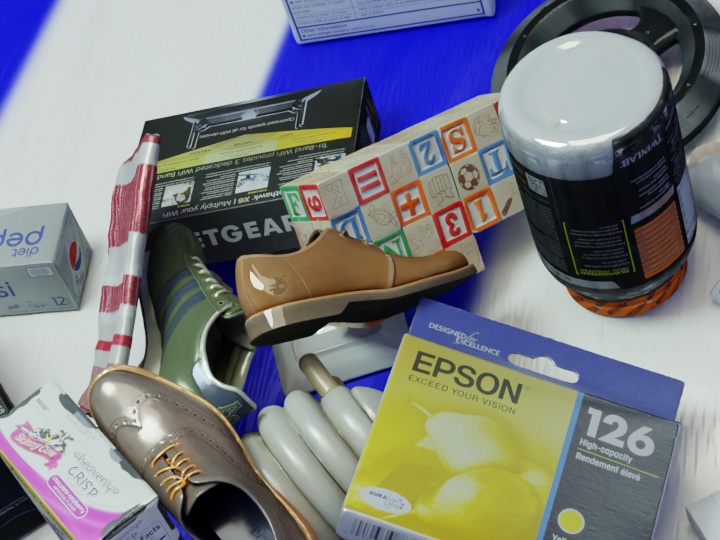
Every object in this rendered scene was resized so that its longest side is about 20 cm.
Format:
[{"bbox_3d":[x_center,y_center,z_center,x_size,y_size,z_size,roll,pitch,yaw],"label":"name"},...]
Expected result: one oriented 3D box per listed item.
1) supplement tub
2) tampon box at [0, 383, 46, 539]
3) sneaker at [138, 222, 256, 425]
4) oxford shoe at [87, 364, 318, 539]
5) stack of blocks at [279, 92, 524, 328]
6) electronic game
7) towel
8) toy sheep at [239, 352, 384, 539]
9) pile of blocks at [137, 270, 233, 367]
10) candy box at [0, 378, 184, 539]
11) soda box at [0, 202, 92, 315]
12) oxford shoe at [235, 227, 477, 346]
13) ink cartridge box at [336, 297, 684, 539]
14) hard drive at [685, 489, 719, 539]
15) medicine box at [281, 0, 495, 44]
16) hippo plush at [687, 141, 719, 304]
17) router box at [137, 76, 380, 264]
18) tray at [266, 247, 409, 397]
[{"bbox_3d":[0.176,-0.064,1.379,0.122,0.200,0.123,-9,49,11],"label":"supplement tub"},{"bbox_3d":[-0.341,0.119,1.446,0.150,0.126,0.200,-32,49,-10],"label":"tampon box"},{"bbox_3d":[-0.107,0.039,1.359,0.090,0.067,0.200,-22,46,22],"label":"sneaker"},{"bbox_3d":[-0.107,0.130,1.243,0.200,0.073,0.071,40,90,16],"label":"oxford shoe"},{"bbox_3d":[0.050,-0.048,1.452,0.200,0.115,0.059,-27,14,-28],"label":"stack of blocks"},{"bbox_3d":[0.203,-0.161,1.557,0.200,0.042,0.200,-11,55,16],"label":"electronic game"},{"bbox_3d":[-0.175,0.008,1.385,0.023,0.144,0.200,9,83,-12],"label":"towel"},{"bbox_3d":[-0.025,0.138,1.325,0.200,0.138,0.138,-42,49,4],"label":"toy sheep"},{"bbox_3d":[-0.145,0.096,1.458,0.062,0.082,0.200,37,74,-8],"label":"pile of blocks"},{"bbox_3d":[-0.162,0.182,1.285,0.061,0.200,0.136,-38,50,-14],"label":"candy box"},{"bbox_3d":[-0.329,-0.005,1.588,0.200,0.064,0.068,-5,50,15],"label":"soda box"},{"bbox_3d":[0.000,0.000,1.351,0.200,0.071,0.071,-8,72,-38],"label":"oxford shoe"},{"bbox_3d":[0.107,0.115,1.264,0.197,0.047,0.200,17,58,4],"label":"ink cartridge box"},{"bbox_3d":[0.333,0.164,1.254,0.200,0.027,0.132,-26,48,-3],"label":"hard drive"},{"bbox_3d":[0.010,-0.307,1.637,0.182,0.200,0.103,-6,50,13],"label":"medicine box"},{"bbox_3d":[0.302,-0.093,1.388,0.159,0.161,0.200,23,61,32],"label":"hippo plush"},{"bbox_3d":[-0.089,-0.077,1.552,0.200,0.052,0.157,-10,36,14],"label":"router box"},{"bbox_3d":[-0.028,0.005,1.509,0.107,0.022,0.200,-17,48,3],"label":"tray"}]
